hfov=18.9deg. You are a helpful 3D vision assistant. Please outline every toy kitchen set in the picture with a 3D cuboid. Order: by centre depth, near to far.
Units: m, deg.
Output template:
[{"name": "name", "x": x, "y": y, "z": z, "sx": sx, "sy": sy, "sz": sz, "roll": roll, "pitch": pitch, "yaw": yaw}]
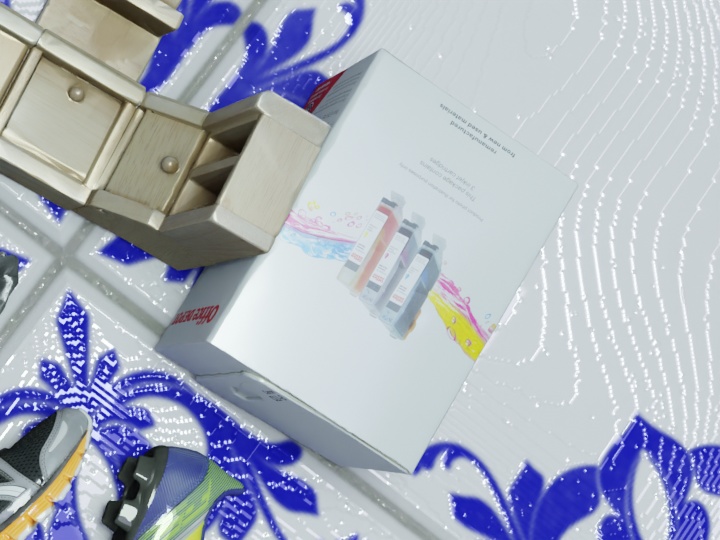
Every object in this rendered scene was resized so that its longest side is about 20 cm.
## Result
[{"name": "toy kitchen set", "x": -0.127, "y": -0.122, "z": 1.216, "sx": 0.200, "sy": 0.180, "sz": 0.163, "roll": 30, "pitch": 77, "yaw": -17}]

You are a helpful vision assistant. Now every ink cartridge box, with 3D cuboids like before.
[{"name": "ink cartridge box", "x": 0.000, "y": 0.000, "z": 1.265, "sx": 0.145, "sy": 0.145, "sz": 0.200, "roll": 34, "pitch": 78, "yaw": -12}]

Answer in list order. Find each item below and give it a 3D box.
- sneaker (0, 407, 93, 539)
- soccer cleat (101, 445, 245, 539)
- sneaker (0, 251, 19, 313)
[{"name": "sneaker", "x": -0.233, "y": 0.142, "z": 1.223, "sx": 0.200, "sy": 0.078, "sz": 0.077, "roll": -43, "pitch": 90, "yaw": -16}, {"name": "soccer cleat", "x": -0.123, "y": 0.201, "z": 1.257, "sx": 0.084, "sy": 0.065, "sz": 0.200, "roll": 21, "pitch": 80, "yaw": -17}, {"name": "sneaker", "x": -0.299, "y": 0.021, "z": 1.220, "sx": 0.200, "sy": 0.060, "sz": 0.104, "roll": 12, "pitch": 84, "yaw": -21}]
